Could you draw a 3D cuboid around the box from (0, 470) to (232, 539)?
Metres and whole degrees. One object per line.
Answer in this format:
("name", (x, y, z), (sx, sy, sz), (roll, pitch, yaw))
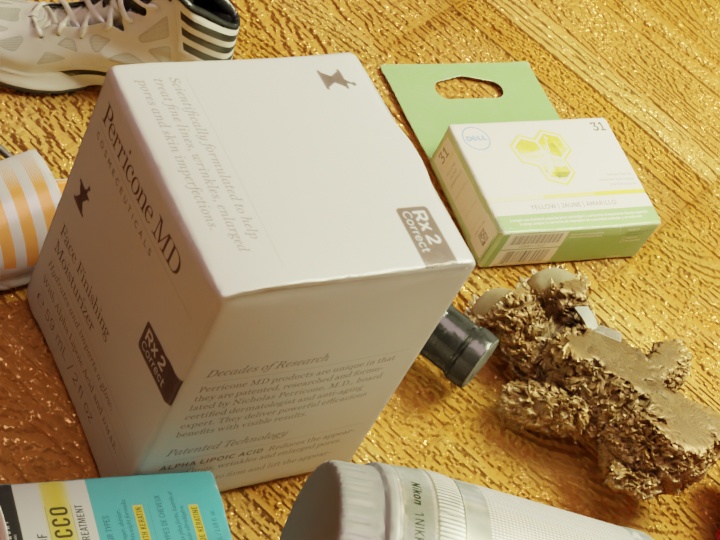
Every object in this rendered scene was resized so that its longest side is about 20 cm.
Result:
("box", (-0.165, 0.156, 0.913), (0.199, 0.049, 0.083), (-1, 51, -28))

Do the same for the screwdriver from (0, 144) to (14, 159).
("screwdriver", (-0.286, -0.129, 1.129), (0.200, 0.028, 0.029), (39, 15, 7))

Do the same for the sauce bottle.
("sauce bottle", (0.000, 0.000, 1.132), (0.200, 0.066, 0.066), (40, 44, 11))

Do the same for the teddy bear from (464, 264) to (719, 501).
("teddy bear", (0.153, 0.074, 1.154), (0.199, 0.067, 0.145), (36, 39, 17))

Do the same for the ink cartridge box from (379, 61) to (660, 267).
("ink cartridge box", (0.116, -0.095, 1.294), (0.145, 0.048, 0.201), (-4, 56, -30))

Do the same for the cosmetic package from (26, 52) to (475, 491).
("cosmetic package", (-0.070, 0.005, 0.992), (0.164, 0.201, 0.165), (-8, 54, -33))

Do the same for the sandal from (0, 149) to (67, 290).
("sandal", (-0.189, -0.043, 1.075), (0.206, 0.059, 0.079), (-14, 58, -36))

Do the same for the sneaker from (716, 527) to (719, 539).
("sneaker", (0.237, 0.184, 1.079), (0.115, 0.079, 0.201), (7, 47, -24))

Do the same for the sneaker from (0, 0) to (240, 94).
("sneaker", (-0.175, -0.176, 1.164), (0.199, 0.116, 0.076), (9, 47, -20))

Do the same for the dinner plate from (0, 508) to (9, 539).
("dinner plate", (-0.258, 0.162, 0.827), (0.198, 0.024, 0.202), (-5, 58, 8))

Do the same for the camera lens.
("camera lens", (0.058, 0.195, 0.904), (0.198, 0.160, 0.161), (17, 45, -12))
